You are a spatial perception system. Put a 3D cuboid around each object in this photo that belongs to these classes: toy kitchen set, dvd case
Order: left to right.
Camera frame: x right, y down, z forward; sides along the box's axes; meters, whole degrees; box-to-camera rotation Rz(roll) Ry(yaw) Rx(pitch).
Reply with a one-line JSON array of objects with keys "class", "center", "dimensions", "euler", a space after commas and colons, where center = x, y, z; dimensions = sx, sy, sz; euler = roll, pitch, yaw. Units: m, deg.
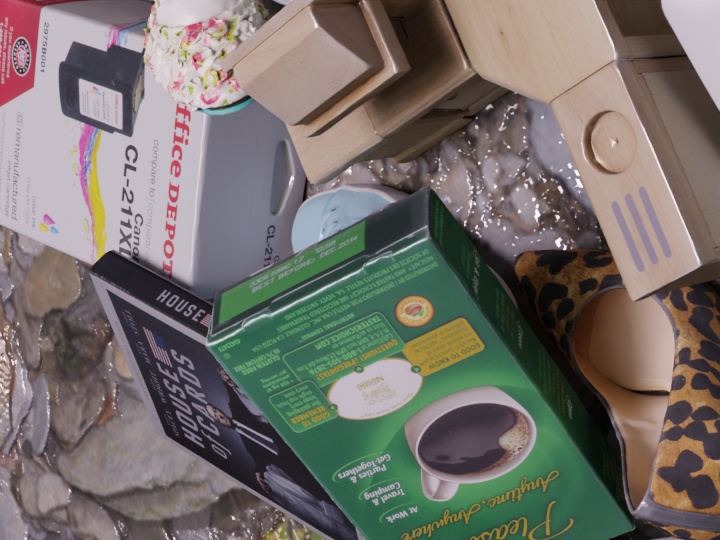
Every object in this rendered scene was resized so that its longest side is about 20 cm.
[{"class": "dvd case", "center": [-0.059, 0.081, 1.007], "dimensions": [0.199, 0.025, 0.151], "euler": [26, 148, 32]}, {"class": "toy kitchen set", "center": [0.049, -0.046, 0.847], "dimensions": [0.200, 0.163, 0.181], "euler": [-31, 76, 42]}]

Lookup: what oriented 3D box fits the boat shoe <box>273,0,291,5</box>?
[{"class": "boat shoe", "center": [0.010, -0.167, 0.861], "dimensions": [0.200, 0.072, 0.070], "euler": [-21, 123, 42]}]

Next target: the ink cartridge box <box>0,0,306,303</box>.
[{"class": "ink cartridge box", "center": [-0.130, -0.079, 1.067], "dimensions": [0.199, 0.083, 0.147], "euler": [20, 111, 40]}]

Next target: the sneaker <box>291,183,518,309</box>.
[{"class": "sneaker", "center": [0.000, 0.000, 0.935], "dimensions": [0.200, 0.082, 0.074], "euler": [30, 113, 56]}]

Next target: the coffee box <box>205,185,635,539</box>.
[{"class": "coffee box", "center": [0.032, 0.066, 0.843], "dimensions": [0.123, 0.044, 0.200], "euler": [-26, 121, 20]}]

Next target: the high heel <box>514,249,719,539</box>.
[{"class": "high heel", "center": [0.114, 0.046, 0.816], "dimensions": [0.200, 0.142, 0.072], "euler": [36, 120, 33]}]

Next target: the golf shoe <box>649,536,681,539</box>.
[{"class": "golf shoe", "center": [0.091, 0.158, 0.905], "dimensions": [0.200, 0.072, 0.093], "euler": [-28, 78, 43]}]

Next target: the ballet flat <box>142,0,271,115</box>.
[{"class": "ballet flat", "center": [-0.088, -0.152, 0.960], "dimensions": [0.200, 0.075, 0.064], "euler": [-106, -4, -57]}]

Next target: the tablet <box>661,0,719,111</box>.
[{"class": "tablet", "center": [0.226, -0.091, 0.729], "dimensions": [0.200, 0.014, 0.130], "euler": [-19, 110, 50]}]
